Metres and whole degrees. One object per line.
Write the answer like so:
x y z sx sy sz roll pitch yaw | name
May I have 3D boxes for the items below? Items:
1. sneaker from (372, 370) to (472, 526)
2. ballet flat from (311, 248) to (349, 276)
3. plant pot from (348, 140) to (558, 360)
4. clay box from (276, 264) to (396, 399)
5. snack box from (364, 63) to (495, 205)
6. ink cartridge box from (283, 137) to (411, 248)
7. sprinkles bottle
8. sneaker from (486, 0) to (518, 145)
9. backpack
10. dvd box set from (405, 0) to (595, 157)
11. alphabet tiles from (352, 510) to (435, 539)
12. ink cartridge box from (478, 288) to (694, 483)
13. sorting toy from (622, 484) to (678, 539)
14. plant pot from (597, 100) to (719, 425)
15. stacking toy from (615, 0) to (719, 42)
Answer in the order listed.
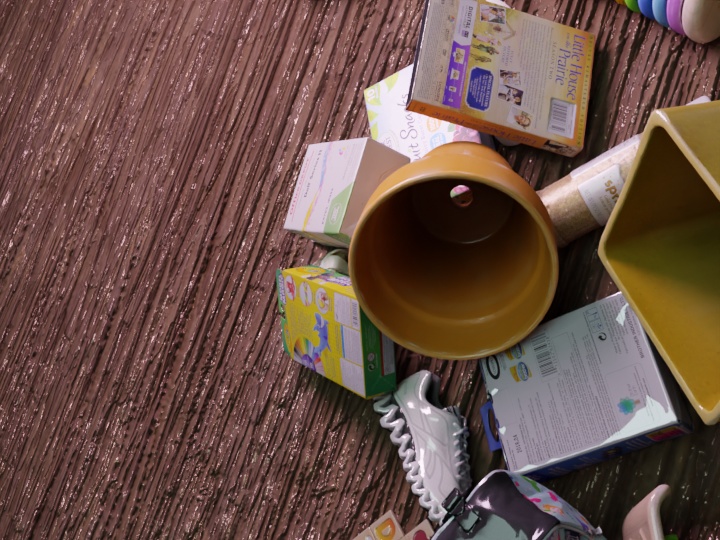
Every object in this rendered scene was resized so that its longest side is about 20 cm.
0.085 0.194 0.872 0.081 0.075 0.201 -34 57 9 | sneaker
0.000 0.000 1.000 0.198 0.067 0.069 1 72 35 | ballet flat
0.100 -0.042 0.851 0.199 0.201 0.184 -28 20 23 | plant pot
-0.034 0.063 0.958 0.199 0.047 0.116 19 117 56 | clay box
0.086 -0.159 1.006 0.141 0.053 0.202 -23 61 28 | snack box
-0.029 -0.092 1.005 0.199 0.067 0.118 8 80 62 | ink cartridge box
0.276 -0.098 0.843 0.199 0.068 0.069 -30 58 23 | sprinkles bottle
0.159 -0.252 0.971 0.072 0.084 0.202 -23 60 28 | sneaker
0.139 0.279 0.720 0.150 0.200 0.178 39 93 33 | backpack
0.157 -0.219 0.905 0.029 0.198 0.148 131 151 -71 | dvd box set
0.023 0.369 0.888 0.200 0.006 0.167 -42 54 15 | alphabet tiles
0.202 0.122 0.809 0.199 0.076 0.138 -25 60 24 | ink cartridge box
0.245 0.285 0.660 0.036 0.185 0.202 -3 68 10 | sorting toy
0.349 -0.024 0.681 0.198 0.196 0.195 -16 58 -12 | plant pot
0.310 -0.318 0.896 0.086 0.085 0.200 -54 48 6 | stacking toy
